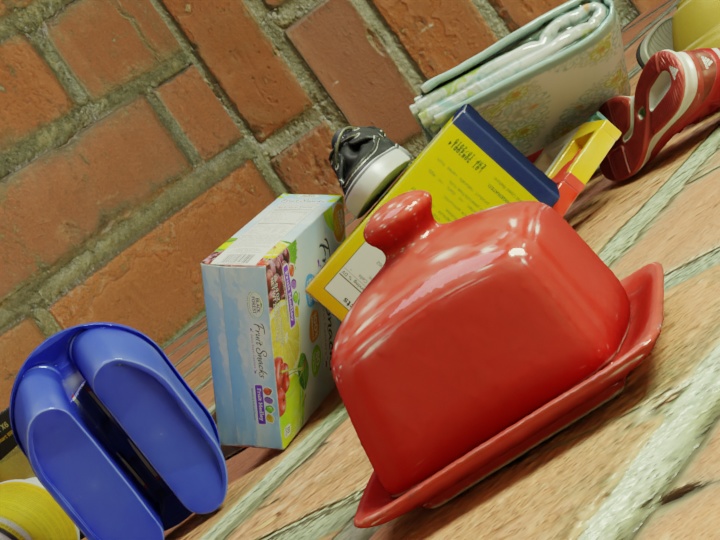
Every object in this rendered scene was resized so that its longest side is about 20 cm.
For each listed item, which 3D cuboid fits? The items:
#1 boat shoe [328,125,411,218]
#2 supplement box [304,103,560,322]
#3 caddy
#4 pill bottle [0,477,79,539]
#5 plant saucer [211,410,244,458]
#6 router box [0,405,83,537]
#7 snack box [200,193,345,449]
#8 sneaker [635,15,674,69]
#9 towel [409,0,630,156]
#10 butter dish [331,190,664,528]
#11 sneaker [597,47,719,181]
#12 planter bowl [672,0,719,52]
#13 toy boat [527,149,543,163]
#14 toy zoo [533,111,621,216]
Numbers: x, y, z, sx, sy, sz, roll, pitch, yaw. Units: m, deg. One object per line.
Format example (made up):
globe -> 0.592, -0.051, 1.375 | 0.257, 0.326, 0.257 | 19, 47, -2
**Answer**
boat shoe -> 0.003, -0.097, 1.466 | 0.070, 0.066, 0.200 | -49, 1, 13
supplement box -> 0.061, -0.028, 1.416 | 0.200, 0.109, 0.110 | -48, 2, 9
caddy -> -0.196, 0.138, 1.380 | 0.141, 0.201, 0.105 | -37, 22, -5
pill bottle -> -0.319, 0.256, 1.531 | 0.112, 0.112, 0.200 | -34, 5, 12
plant saucer -> -0.085, 0.122, 1.679 | 0.200, 0.035, 0.200 | -34, 5, 3
router box -> -0.293, 0.185, 1.769 | 0.199, 0.158, 0.052 | -34, 4, 26
snack box -> -0.068, 0.040, 1.497 | 0.067, 0.170, 0.200 | 2, 21, 17
sneaker -> 0.364, -0.247, 1.976 | 0.199, 0.075, 0.106 | -27, -7, -44
towel -> 0.148, -0.159, 1.532 | 0.199, 0.048, 0.171 | -26, -22, 3
butter dish -> 0.057, 0.023, 0.945 | 0.199, 0.148, 0.200 | -35, 5, 16
sneaker -> 0.293, -0.141, 1.527 | 0.115, 0.079, 0.200 | -11, -13, -18
planter bowl -> 0.362, -0.243, 1.616 | 0.200, 0.084, 0.200 | -30, -4, -3
toy boat -> 0.213, -0.149, 1.721 | 0.130, 0.132, 0.200 | 13, 16, 30
toy zoo -> 0.163, -0.065, 1.513 | 0.200, 0.020, 0.131 | -54, 10, -16
